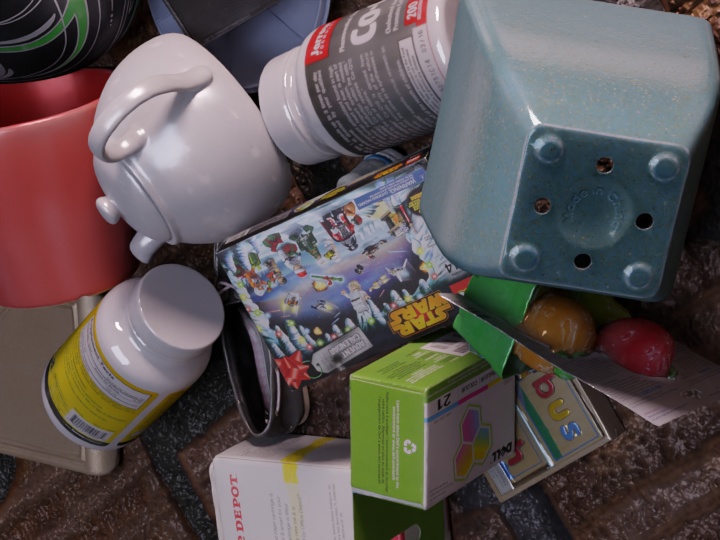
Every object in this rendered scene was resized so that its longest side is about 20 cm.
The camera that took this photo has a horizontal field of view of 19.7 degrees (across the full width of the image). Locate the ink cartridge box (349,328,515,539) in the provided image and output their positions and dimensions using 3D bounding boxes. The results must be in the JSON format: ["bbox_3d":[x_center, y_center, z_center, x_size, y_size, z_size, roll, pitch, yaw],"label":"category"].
[{"bbox_3d":[0.061,0.164,1.690,0.076,0.148,0.201,9,109,32],"label":"ink cartridge box"}]

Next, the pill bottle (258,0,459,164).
[{"bbox_3d":[0.020,-0.158,1.678,0.200,0.114,0.114,-17,93,37],"label":"pill bottle"}]

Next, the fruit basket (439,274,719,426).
[{"bbox_3d":[0.177,0.060,1.587,0.200,0.185,0.094,35,113,22],"label":"fruit basket"}]

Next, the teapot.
[{"bbox_3d":[-0.163,-0.095,1.760,0.200,0.146,0.197,59,165,-25],"label":"teapot"}]

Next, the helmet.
[{"bbox_3d":[-0.283,-0.267,1.812,0.190,0.200,0.201,-25,89,15],"label":"helmet"}]

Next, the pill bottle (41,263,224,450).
[{"bbox_3d":[-0.204,0.076,1.882,0.113,0.112,0.200,57,139,8],"label":"pill bottle"}]

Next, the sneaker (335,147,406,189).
[{"bbox_3d":[-0.022,-0.010,1.769,0.075,0.087,0.200,29,119,23],"label":"sneaker"}]

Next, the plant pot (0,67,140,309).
[{"bbox_3d":[-0.288,-0.072,1.884,0.200,0.200,0.178,2,112,35],"label":"plant pot"}]

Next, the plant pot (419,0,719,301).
[{"bbox_3d":[0.157,-0.077,1.505,0.195,0.200,0.197,9,112,-4],"label":"plant pot"}]

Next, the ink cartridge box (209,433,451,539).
[{"bbox_3d":[-0.024,0.227,1.838,0.200,0.083,0.146,2,105,34],"label":"ink cartridge box"}]

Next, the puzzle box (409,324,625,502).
[{"bbox_3d":[0.119,0.080,1.733,0.133,0.025,0.200,-36,82,36],"label":"puzzle box"}]

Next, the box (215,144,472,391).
[{"bbox_3d":[0.000,0.000,1.697,0.200,0.040,0.137,-24,105,19],"label":"box"}]

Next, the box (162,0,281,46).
[{"bbox_3d":[-0.109,-0.308,1.702,0.200,0.048,0.193,-24,103,32],"label":"box"}]

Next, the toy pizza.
[{"bbox_3d":[-0.104,-0.254,1.790,0.200,0.032,0.201,9,108,32],"label":"toy pizza"}]

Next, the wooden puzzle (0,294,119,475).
[{"bbox_3d":[-0.323,0.098,2.046,0.199,0.037,0.186,7,107,29],"label":"wooden puzzle"}]

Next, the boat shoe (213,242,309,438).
[{"bbox_3d":[-0.096,0.053,1.855,0.067,0.057,0.201,-11,97,37],"label":"boat shoe"}]
